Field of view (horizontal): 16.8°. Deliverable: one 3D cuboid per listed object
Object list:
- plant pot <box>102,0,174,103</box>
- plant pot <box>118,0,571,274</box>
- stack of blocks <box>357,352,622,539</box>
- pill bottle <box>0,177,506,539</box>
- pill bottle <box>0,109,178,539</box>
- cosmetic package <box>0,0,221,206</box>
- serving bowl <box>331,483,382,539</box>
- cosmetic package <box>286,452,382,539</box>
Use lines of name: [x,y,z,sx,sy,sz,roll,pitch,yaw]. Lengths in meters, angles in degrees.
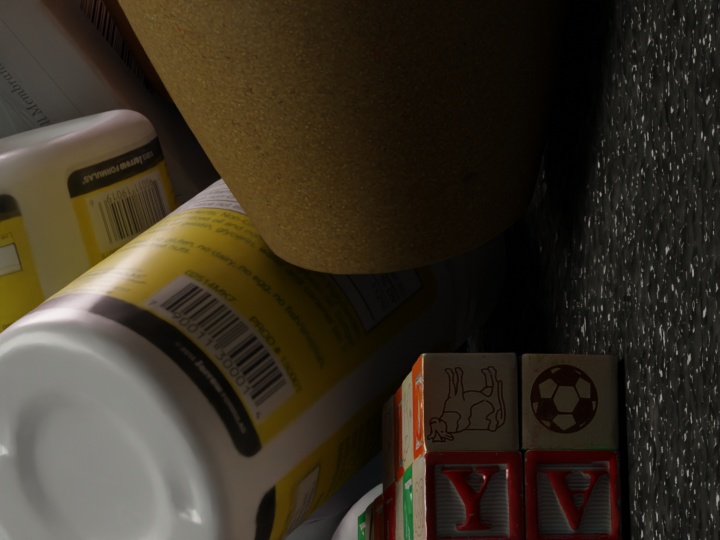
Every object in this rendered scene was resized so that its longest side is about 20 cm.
plant pot: [-0.038,-0.156,1.013,0.200,0.199,0.141,-108,3,-73]
plant pot: [-0.007,-0.108,0.770,0.187,0.185,0.201,-101,1,-64]
stack of blocks: [0.037,0.099,0.790,0.200,0.058,0.116,115,155,-77]
pill bottle: [-0.036,0.027,0.862,0.200,0.114,0.115,-38,-40,-47]
pill bottle: [-0.107,0.047,0.950,0.112,0.111,0.201,-127,22,-81]
cosmetic package: [-0.180,-0.041,1.058,0.200,0.199,0.123,50,-166,-21]
serving bowl: [0.010,0.184,1.044,0.200,0.065,0.202,-179,90,-84]
cosmetic package: [-0.036,0.151,1.184,0.081,0.112,0.201,54,151,37]
